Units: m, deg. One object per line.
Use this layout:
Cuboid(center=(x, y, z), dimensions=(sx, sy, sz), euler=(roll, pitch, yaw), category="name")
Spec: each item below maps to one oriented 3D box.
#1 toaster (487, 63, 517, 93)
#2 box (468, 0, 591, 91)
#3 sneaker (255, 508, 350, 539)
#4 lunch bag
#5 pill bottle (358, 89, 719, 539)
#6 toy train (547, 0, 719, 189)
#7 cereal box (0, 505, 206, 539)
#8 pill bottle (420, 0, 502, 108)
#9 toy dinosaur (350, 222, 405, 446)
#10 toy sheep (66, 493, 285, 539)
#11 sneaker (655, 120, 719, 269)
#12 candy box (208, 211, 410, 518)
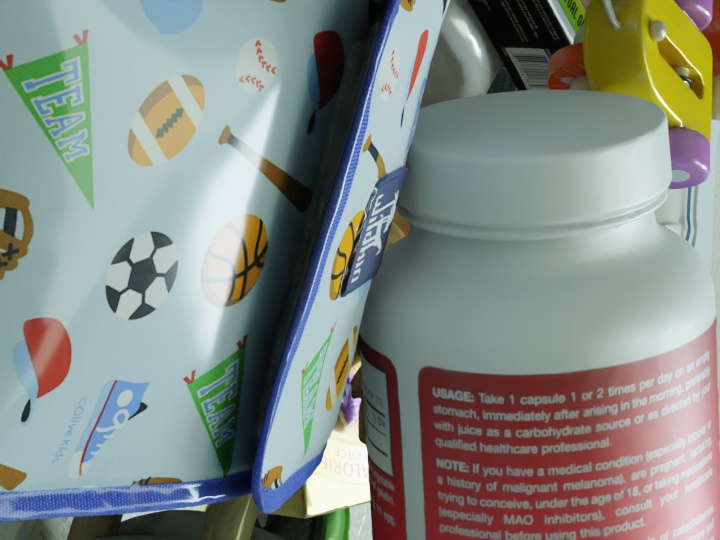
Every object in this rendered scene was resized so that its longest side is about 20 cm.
Cuboid(center=(0.046, -0.046, 1.248), dimensions=(0.129, 0.113, 0.201), euler=(7, 96, -77), category="toaster")
Cuboid(center=(0.052, -0.161, 0.986), dimensions=(0.200, 0.035, 0.110), euler=(56, 50, -44), category="box")
Cuboid(center=(-0.059, 0.135, 1.123), dimensions=(0.077, 0.083, 0.201), euler=(124, -13, -60), category="sneaker")
Cuboid(center=(-0.062, -0.024, 0.808), dimensions=(0.199, 0.124, 0.171), euler=(2, 108, -47), category="lunch bag")
Cuboid(center=(0.057, 0.050, 0.920), dimensions=(0.112, 0.112, 0.201), euler=(-39, 129, -62), category="pill bottle")
Cuboid(center=(0.087, -0.112, 0.971), dimensions=(0.200, 0.055, 0.151), euler=(62, 32, -34), category="toy train")
Cuboid(center=(-0.109, 0.106, 1.013), dimensions=(0.144, 0.039, 0.201), euler=(75, 36, -57), category="cereal box")
Cuboid(center=(0.030, -0.161, 1.086), dimensions=(0.112, 0.112, 0.201), euler=(77, 33, -58), category="pill bottle")
Cuboid(center=(0.000, 0.000, 0.993), dimensions=(0.200, 0.060, 0.107), euler=(57, 42, -44), category="toy dinosaur")
Cuboid(center=(-0.058, 0.135, 0.933), dimensions=(0.200, 0.137, 0.138), euler=(39, 67, -52), category="toy sheep")
Cuboid(center=(0.095, -0.074, 1.075), dimensions=(0.071, 0.073, 0.201), euler=(22, 62, -47), category="sneaker")
Cuboid(center=(0.026, 0.017, 1.091), dimensions=(0.199, 0.056, 0.117), euler=(-9, 99, -45), category="candy box")
